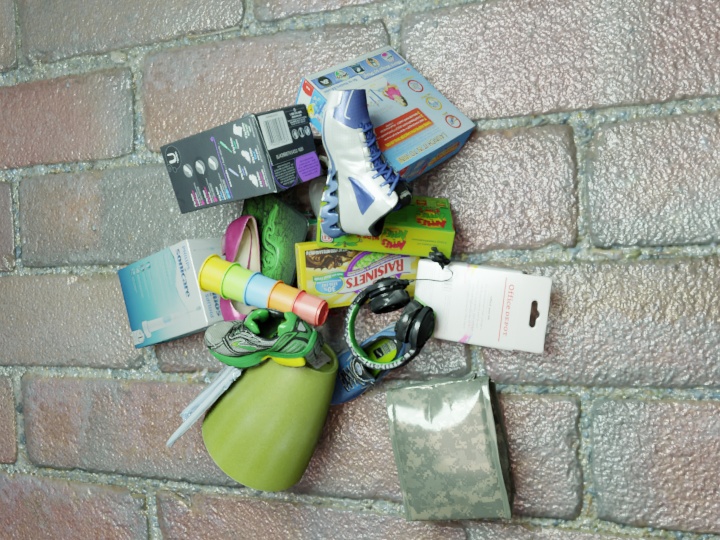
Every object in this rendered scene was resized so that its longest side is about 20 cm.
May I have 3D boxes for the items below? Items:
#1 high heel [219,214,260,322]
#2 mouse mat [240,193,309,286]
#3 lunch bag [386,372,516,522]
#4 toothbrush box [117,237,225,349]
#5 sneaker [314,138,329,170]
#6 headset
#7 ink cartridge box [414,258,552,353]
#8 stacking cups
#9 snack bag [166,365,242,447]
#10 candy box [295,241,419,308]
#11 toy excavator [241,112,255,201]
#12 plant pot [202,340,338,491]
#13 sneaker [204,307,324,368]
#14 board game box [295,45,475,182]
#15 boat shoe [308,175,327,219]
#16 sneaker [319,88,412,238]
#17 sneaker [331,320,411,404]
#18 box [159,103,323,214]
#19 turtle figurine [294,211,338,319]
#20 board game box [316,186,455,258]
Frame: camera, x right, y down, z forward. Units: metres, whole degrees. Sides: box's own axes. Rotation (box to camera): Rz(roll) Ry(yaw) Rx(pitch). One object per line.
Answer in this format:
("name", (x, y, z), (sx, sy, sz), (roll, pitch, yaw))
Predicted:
("high heel", (-0.177, 0.017, 0.950), (0.096, 0.067, 0.203), (-27, 65, 53))
("mouse mat", (-0.155, -0.027, 0.970), (0.160, 0.007, 0.202), (37, 120, 34))
("lunch bag", (0.135, 0.258, 0.907), (0.162, 0.117, 0.203), (-10, 92, 19))
("toothbrush box", (-0.318, 0.041, 1.051), (0.198, 0.085, 0.149), (-19, 84, 33))
("sneaker", (-0.006, -0.207, 0.978), (0.198, 0.076, 0.117), (23, 93, 6))
("headset", (0.057, 0.054, 0.874), (0.200, 0.094, 0.124), (-46, 69, 6))
("ink cartridge box", (0.183, 0.051, 0.913), (0.197, 0.067, 0.119), (8, 94, 19))
("stacking cups", (-0.142, 0.036, 0.890), (0.197, 0.060, 0.061), (20, 97, 16))
("snack bag", (-0.235, 0.186, 0.993), (0.021, 0.200, 0.189), (43, 104, -6))
("candy box", (0.000, 0.000, 0.928), (0.197, 0.026, 0.104), (-8, 106, -19))
("toy excavator", (-0.171, -0.135, 1.024), (0.194, 0.100, 0.201), (-38, 88, 17))
("plant pot", (-0.119, 0.199, 0.937), (0.186, 0.187, 0.201), (39, 112, 14))
("sneaker", (-0.149, 0.085, 0.859), (0.197, 0.086, 0.079), (-7, 44, 31))
("board game box", (0.039, -0.229, 0.895), (0.196, 0.199, 0.056), (47, 142, 12))
("boat shoe", (-0.031, -0.069, 0.985), (0.073, 0.065, 0.202), (-34, 80, 16))
("sneaker", (0.014, -0.130, 0.779), (0.114, 0.080, 0.202), (13, 116, 21))
("sneaker", (0.000, 0.151, 0.964), (0.200, 0.089, 0.079), (-41, 78, 21))
("box", (-0.173, -0.161, 0.877), (0.198, 0.122, 0.108), (-7, 105, 35))
("turtle figurine", (-0.098, 0.010, 0.993), (0.149, 0.100, 0.203), (22, 114, 48))
("board game box", (0.037, -0.073, 0.908), (0.197, 0.102, 0.048), (5, 126, -1))
